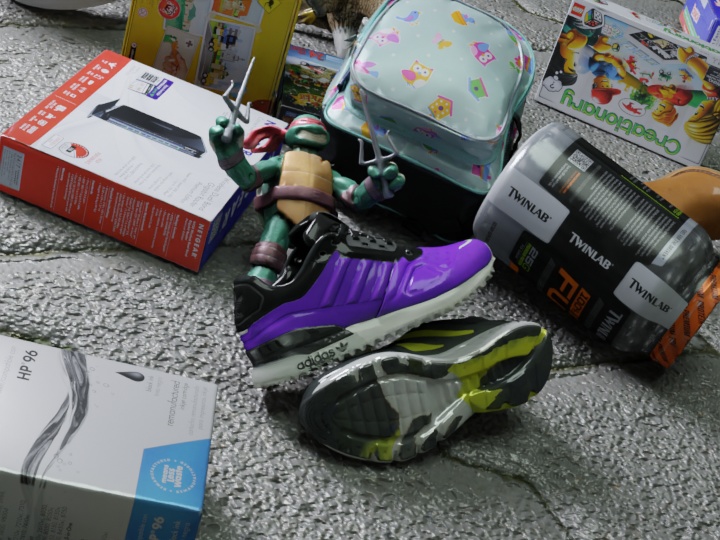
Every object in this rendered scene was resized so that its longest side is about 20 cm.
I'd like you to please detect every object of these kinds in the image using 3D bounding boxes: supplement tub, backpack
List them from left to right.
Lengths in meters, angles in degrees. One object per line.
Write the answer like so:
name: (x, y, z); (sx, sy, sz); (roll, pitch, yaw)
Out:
backpack: (0.062, -0.154, 1.182); (0.174, 0.154, 0.201); (22, 49, 2)
supplement tub: (0.201, -0.018, 1.112); (0.199, 0.123, 0.122); (39, 35, 13)

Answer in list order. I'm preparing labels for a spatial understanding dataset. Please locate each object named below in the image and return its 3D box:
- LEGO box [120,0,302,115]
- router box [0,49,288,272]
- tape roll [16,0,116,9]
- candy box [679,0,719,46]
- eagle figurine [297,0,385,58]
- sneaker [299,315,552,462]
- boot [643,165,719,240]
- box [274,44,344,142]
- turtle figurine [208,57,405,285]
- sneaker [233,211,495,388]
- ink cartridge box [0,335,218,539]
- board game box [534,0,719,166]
LEGO box: (-0.130, -0.253, 1.227); (0.147, 0.202, 0.078); (12, 32, -12)
router box: (-0.173, -0.096, 1.108); (0.177, 0.049, 0.201); (22, 31, 4)
tape roll: (-0.286, -0.372, 1.323); (0.199, 0.140, 0.205); (0, 48, 0)
candy box: (0.535, -0.306, 1.795); (0.197, 0.078, 0.170); (18, 33, -5)
eagle figurine: (-0.010, -0.276, 1.379); (0.151, 0.200, 0.152); (-30, 92, -14)
sneaker: (0.040, 0.080, 0.954); (0.198, 0.076, 0.084); (-11, 13, -29)
boot: (0.277, -0.041, 1.242); (0.197, 0.077, 0.156); (16, 30, -1)
box: (0.016, -0.150, 1.306); (0.197, 0.038, 0.137); (14, 32, -10)
turtle figurine: (-0.041, -0.057, 1.024); (0.147, 0.101, 0.203); (2, 69, -3)
sneaker: (0.000, 0.000, 0.942); (0.198, 0.069, 0.101); (-23, 92, -21)
ink cartridge box: (-0.188, 0.103, 0.777); (0.197, 0.068, 0.117); (13, 32, -10)
board game box: (0.302, -0.207, 1.466); (0.198, 0.127, 0.035); (24, 31, 8)
